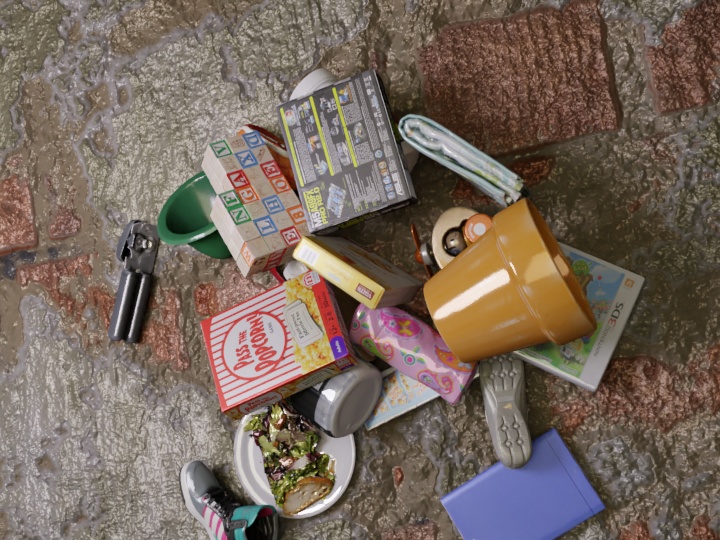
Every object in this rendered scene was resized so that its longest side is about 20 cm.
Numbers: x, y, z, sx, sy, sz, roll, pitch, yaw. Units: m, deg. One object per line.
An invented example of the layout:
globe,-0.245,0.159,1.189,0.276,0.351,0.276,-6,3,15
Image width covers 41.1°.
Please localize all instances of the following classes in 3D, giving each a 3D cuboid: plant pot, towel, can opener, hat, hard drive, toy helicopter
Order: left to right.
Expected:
can opener,-0.379,0.016,1.584,0.067,0.053,0.201,11,87,48
hat,-0.213,-0.043,1.554,0.165,0.176,0.201,-27,39,9
toy helicopter,0.133,0.004,1.428,0.131,0.079,0.201,9,88,19
towel,0.155,-0.152,1.388,0.200,0.171,0.048,36,96,15
plant pot,0.194,0.032,1.310,0.183,0.200,0.201,-29,78,15
hard drive,0.234,0.337,1.392,0.199,0.025,0.132,-34,77,9

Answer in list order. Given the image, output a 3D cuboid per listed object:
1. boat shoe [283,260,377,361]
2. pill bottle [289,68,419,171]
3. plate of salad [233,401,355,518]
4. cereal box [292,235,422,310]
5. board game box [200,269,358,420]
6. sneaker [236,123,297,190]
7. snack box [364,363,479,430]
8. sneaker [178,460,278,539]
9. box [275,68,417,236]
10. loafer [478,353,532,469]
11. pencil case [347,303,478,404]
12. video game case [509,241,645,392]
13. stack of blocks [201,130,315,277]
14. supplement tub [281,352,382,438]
boat shoe,-0.047,0.063,1.479,0.069,0.071,0.201,-39,80,33
pill bottle,-0.014,-0.213,1.469,0.112,0.112,0.200,-46,75,6
plate of salad,-0.106,0.280,1.477,0.199,0.048,0.202,-2,84,15
cereal box,0.000,0.000,1.398,0.143,0.200,0.040,32,102,14
board game box,-0.119,0.104,1.371,0.199,0.046,0.152,-26,59,8
sneaker,-0.119,-0.158,1.524,0.200,0.073,0.077,34,109,22
snack box,0.084,0.168,1.450,0.199,0.024,0.072,-28,79,11
sneaker,-0.191,0.366,1.455,0.121,0.083,0.201,-33,84,34
box,-0.022,-0.169,1.386,0.159,0.044,0.201,-19,80,14
loafer,0.207,0.189,1.393,0.069,0.070,0.201,-2,66,-1
pencil case,0.073,0.113,1.392,0.199,0.087,0.088,30,92,7
video game case,0.283,0.052,1.389,0.199,0.022,0.183,24,77,16
stack of blocks,-0.163,-0.101,1.431,0.115,0.059,0.201,-21,70,-31
supplement tub,-0.076,0.150,1.432,0.199,0.122,0.123,31,93,29
